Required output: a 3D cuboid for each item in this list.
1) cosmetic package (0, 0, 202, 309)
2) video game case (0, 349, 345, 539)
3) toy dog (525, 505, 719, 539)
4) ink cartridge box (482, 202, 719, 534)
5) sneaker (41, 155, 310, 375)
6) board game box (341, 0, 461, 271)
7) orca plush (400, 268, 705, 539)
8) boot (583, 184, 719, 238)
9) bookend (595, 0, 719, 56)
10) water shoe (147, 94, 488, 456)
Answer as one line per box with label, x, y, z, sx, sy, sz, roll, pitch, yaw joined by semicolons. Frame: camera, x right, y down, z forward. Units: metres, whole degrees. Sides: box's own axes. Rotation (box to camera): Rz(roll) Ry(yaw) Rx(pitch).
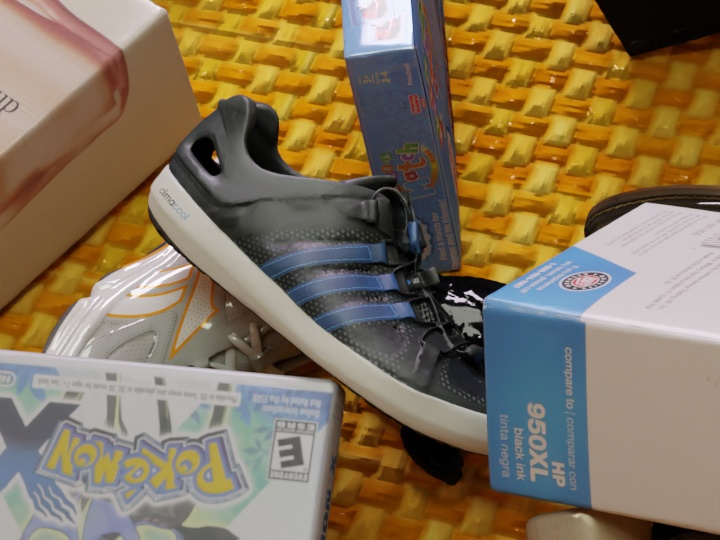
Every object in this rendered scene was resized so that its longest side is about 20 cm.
cosmetic package;-0.183;-0.055;1.278;0.103;0.087;0.200;30;62;31
video game case;-0.115;0.127;1.118;0.199;0.022;0.183;5;77;14
toy dog;0.162;0.132;1.064;0.199;0.096;0.133;11;87;7
ink cartridge box;0.167;0.041;1.035;0.199;0.085;0.144;9;21;32
sneaker;-0.067;0.029;1.195;0.092;0.076;0.200;20;59;27
board game box;0.017;-0.123;1.253;0.036;0.152;0.201;-8;50;5
orca plush;0.070;0.047;1.158;0.105;0.071;0.200;-32;53;-15
boot;0.179;0.027;1.152;0.199;0.075;0.097;14;53;19
bookend;0.129;-0.243;1.274;0.092;0.200;0.199;-14;56;20
water shoe;0.000;0.000;1.133;0.200;0.071;0.079;36;98;13
